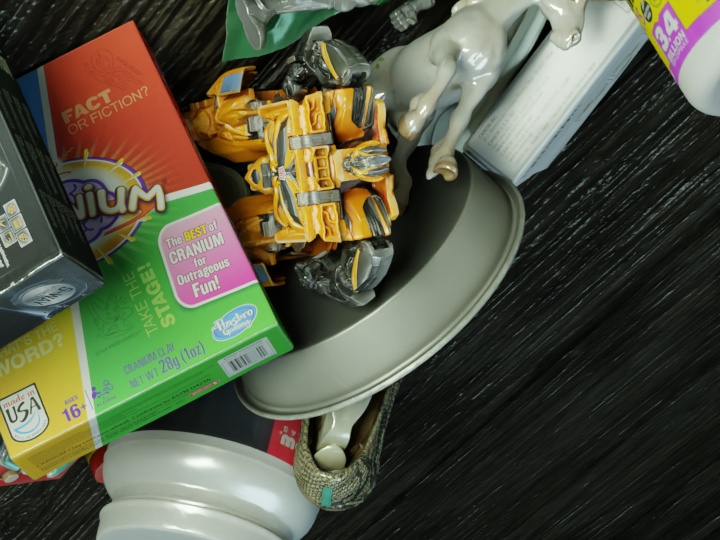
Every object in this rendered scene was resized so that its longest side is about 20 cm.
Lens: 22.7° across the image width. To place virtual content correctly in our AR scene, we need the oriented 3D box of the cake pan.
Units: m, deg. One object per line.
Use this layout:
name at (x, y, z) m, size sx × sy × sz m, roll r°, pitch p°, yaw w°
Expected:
cake pan at (0.000, 0.000, 1.024) m, size 0.200 × 0.201 × 0.037 m, roll -33°, pitch 117°, yaw 12°

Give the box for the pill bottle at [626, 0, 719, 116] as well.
pill bottle at (0.170, -0.186, 0.927) m, size 0.104 × 0.201 × 0.104 m, roll -22°, pitch 156°, yaw -10°

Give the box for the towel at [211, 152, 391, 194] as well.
towel at (-0.014, -0.049, 1.185) m, size 0.111 × 0.049 × 0.200 m, roll -20°, pitch 160°, yaw 31°

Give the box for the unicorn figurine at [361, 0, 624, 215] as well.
unicorn figurine at (0.051, -0.106, 0.989) m, size 0.199 × 0.138 × 0.074 m, roll -8°, pitch 138°, yaw 43°

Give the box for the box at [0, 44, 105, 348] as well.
box at (-0.224, -0.042, 0.804) m, size 0.160 × 0.201 × 0.044 m, roll -31°, pitch 157°, yaw 7°

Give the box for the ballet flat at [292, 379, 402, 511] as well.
ballet flat at (0.002, 0.044, 1.086) m, size 0.067 × 0.201 × 0.075 m, roll 11°, pitch 158°, yaw 2°

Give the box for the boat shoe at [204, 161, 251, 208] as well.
boat shoe at (-0.150, -0.004, 1.113) m, size 0.199 × 0.075 × 0.068 m, roll -21°, pitch 143°, yaw 13°

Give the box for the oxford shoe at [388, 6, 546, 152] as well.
oxford shoe at (0.071, -0.136, 1.109) m, size 0.200 × 0.058 × 0.075 m, roll -55°, pitch -176°, yaw 46°

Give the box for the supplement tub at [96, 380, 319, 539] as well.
supplement tub at (-0.084, 0.092, 1.147) m, size 0.140 × 0.201 × 0.141 m, roll 10°, pitch 154°, yaw 5°

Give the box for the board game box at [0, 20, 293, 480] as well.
board game box at (-0.145, -0.014, 0.946) m, size 0.152 × 0.201 × 0.040 m, roll -27°, pitch 156°, yaw -1°

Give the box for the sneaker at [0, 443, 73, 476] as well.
sneaker at (-0.272, 0.074, 1.126) m, size 0.200 × 0.078 × 0.091 m, roll 30°, pitch 169°, yaw -32°

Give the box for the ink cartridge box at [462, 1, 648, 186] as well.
ink cartridge box at (0.151, -0.147, 1.129) m, size 0.200 × 0.043 × 0.174 m, roll -52°, pitch 176°, yaw 13°

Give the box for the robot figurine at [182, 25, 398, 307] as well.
robot figurine at (-0.041, -0.051, 0.965) m, size 0.058 × 0.146 × 0.200 m, roll -9°, pitch -177°, yaw -24°

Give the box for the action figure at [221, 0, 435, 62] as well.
action figure at (0.024, -0.172, 0.994) m, size 0.199 × 0.055 × 0.118 m, roll -19°, pitch 153°, yaw -29°

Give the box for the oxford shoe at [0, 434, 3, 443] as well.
oxford shoe at (-0.199, 0.038, 1.031) m, size 0.200 × 0.073 × 0.084 m, roll -50°, pitch 165°, yaw -3°

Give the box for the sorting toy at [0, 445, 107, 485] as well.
sorting toy at (-0.180, 0.087, 1.283) m, size 0.198 × 0.070 × 0.200 m, roll -2°, pitch 146°, yaw -46°
